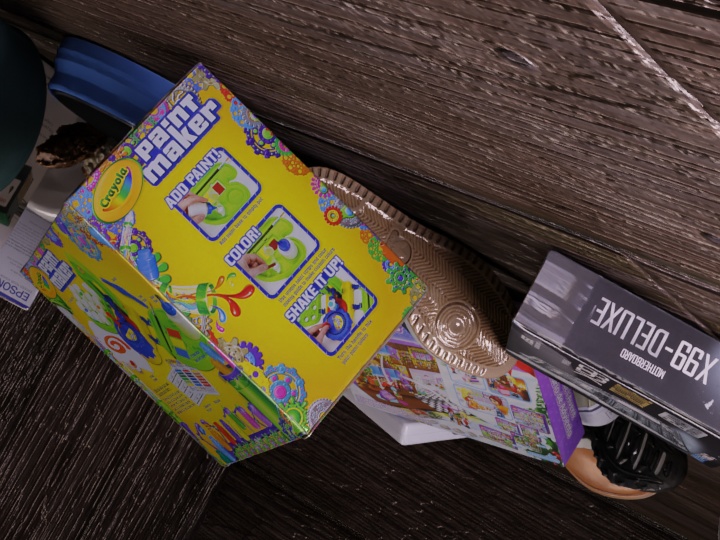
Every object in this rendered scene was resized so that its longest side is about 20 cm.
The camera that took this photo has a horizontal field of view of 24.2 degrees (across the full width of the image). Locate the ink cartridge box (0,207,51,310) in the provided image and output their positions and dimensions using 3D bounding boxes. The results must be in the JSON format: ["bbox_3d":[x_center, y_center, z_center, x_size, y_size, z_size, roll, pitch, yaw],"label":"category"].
[{"bbox_3d":[-0.389,-0.090,1.788,0.198,0.201,0.041,30,175,-6],"label":"ink cartridge box"}]

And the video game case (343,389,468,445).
[{"bbox_3d":[0.066,0.092,1.451,0.180,0.022,0.200,-3,-159,-29],"label":"video game case"}]

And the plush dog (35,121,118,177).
[{"bbox_3d":[-0.168,-0.054,1.347,0.173,0.160,0.200,59,-166,25],"label":"plush dog"}]

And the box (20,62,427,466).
[{"bbox_3d":[-0.093,0.006,1.045,0.193,0.122,0.200,44,159,-6],"label":"box"}]

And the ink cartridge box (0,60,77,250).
[{"bbox_3d":[-0.346,-0.101,1.425,0.145,0.201,0.084,26,174,35],"label":"ink cartridge box"}]

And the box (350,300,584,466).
[{"bbox_3d":[0.065,0.067,1.270,0.198,0.039,0.138,15,143,33],"label":"box"}]

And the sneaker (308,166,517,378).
[{"bbox_3d":[0.018,0.001,1.144,0.199,0.070,0.108,37,168,-13],"label":"sneaker"}]

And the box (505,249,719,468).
[{"bbox_3d":[0.166,0.058,1.006,0.157,0.050,0.200,29,175,6],"label":"box"}]

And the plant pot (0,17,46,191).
[{"bbox_3d":[-0.324,-0.129,1.146,0.199,0.202,0.187,25,-177,38],"label":"plant pot"}]

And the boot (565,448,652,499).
[{"bbox_3d":[0.205,0.157,1.686,0.199,0.074,0.155,23,168,34],"label":"boot"}]

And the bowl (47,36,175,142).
[{"bbox_3d":[-0.135,-0.099,1.202,0.199,0.040,0.201,29,175,3],"label":"bowl"}]

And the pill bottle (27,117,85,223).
[{"bbox_3d":[-0.247,-0.084,1.554,0.110,0.112,0.200,28,175,10],"label":"pill bottle"}]

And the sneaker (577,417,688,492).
[{"bbox_3d":[0.230,0.139,1.418,0.079,0.075,0.200,20,-176,-19],"label":"sneaker"}]

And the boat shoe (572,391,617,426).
[{"bbox_3d":[0.132,0.071,1.327,0.199,0.072,0.062,7,144,53],"label":"boat shoe"}]

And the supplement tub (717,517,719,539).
[{"bbox_3d":[0.298,0.180,1.080,0.122,0.123,0.200,26,175,26],"label":"supplement tub"}]
